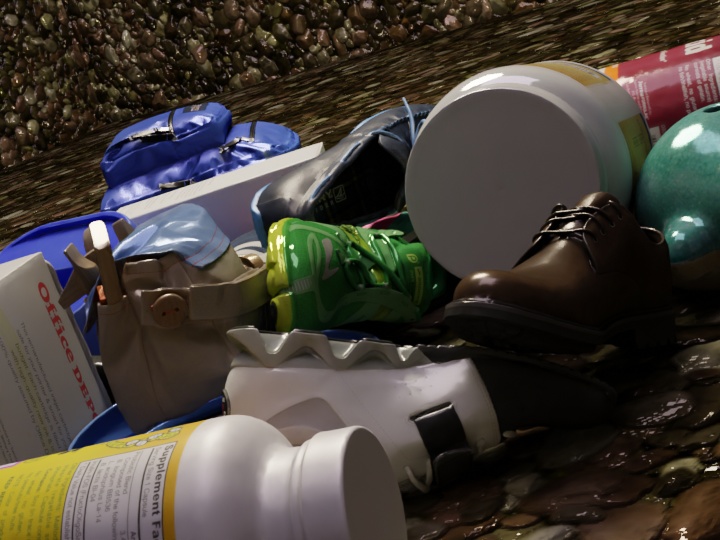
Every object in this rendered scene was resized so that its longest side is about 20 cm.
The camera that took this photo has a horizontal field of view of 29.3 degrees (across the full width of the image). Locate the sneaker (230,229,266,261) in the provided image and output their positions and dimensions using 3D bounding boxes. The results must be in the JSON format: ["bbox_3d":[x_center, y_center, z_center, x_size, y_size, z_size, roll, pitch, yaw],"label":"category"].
[{"bbox_3d":[-0.098,0.017,1.072,0.084,0.075,0.200,2,20,38],"label":"sneaker"}]

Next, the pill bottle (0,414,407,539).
[{"bbox_3d":[-0.084,0.121,0.582,0.199,0.105,0.104,-14,14,18],"label":"pill bottle"}]

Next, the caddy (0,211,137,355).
[{"bbox_3d":[-0.224,0.039,1.101,0.199,0.105,0.142,-8,44,37],"label":"caddy"}]

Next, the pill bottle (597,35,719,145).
[{"bbox_3d":[0.282,-0.122,1.039,0.199,0.115,0.114,-14,14,19],"label":"pill bottle"}]

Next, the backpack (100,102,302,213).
[{"bbox_3d":[-0.141,-0.075,1.325,0.199,0.169,0.163,-14,20,3],"label":"backpack"}]

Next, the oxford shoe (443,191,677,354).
[{"bbox_3d":[0.104,0.001,0.716,0.072,0.085,0.200,4,4,33],"label":"oxford shoe"}]

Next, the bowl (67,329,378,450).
[{"bbox_3d":[-0.076,0.093,0.825,0.199,0.040,0.201,-17,13,4],"label":"bowl"}]

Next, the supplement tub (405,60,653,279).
[{"bbox_3d":[0.115,-0.065,0.918,0.144,0.146,0.200,-13,5,20],"label":"supplement tub"}]

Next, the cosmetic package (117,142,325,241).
[{"bbox_3d":[-0.109,-0.026,1.195,0.199,0.113,0.081,-16,14,4],"label":"cosmetic package"}]

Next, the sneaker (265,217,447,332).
[{"bbox_3d":[0.000,0.000,0.860,0.083,0.075,0.200,-6,1,22],"label":"sneaker"}]

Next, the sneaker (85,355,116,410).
[{"bbox_3d":[-0.217,0.089,0.978,0.199,0.060,0.104,-22,14,21],"label":"sneaker"}]

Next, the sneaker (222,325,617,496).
[{"bbox_3d":[0.029,0.081,0.694,0.199,0.089,0.074,4,-12,0],"label":"sneaker"}]

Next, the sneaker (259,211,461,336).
[{"bbox_3d":[-0.019,0.000,1.016,0.199,0.084,0.120,-17,16,-31],"label":"sneaker"}]

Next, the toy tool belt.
[{"bbox_3d":[-0.121,0.004,0.848,0.124,0.123,0.200,-28,15,5],"label":"toy tool belt"}]

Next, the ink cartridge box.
[{"bbox_3d":[-0.232,0.092,0.813,0.083,0.146,0.200,-16,13,16],"label":"ink cartridge box"}]

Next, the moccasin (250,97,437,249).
[{"bbox_3d":[0.013,-0.060,0.972,0.068,0.081,0.200,-2,28,46],"label":"moccasin"}]

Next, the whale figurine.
[{"bbox_3d":[0.242,-0.047,0.812,0.158,0.104,0.200,-21,11,-13],"label":"whale figurine"}]
